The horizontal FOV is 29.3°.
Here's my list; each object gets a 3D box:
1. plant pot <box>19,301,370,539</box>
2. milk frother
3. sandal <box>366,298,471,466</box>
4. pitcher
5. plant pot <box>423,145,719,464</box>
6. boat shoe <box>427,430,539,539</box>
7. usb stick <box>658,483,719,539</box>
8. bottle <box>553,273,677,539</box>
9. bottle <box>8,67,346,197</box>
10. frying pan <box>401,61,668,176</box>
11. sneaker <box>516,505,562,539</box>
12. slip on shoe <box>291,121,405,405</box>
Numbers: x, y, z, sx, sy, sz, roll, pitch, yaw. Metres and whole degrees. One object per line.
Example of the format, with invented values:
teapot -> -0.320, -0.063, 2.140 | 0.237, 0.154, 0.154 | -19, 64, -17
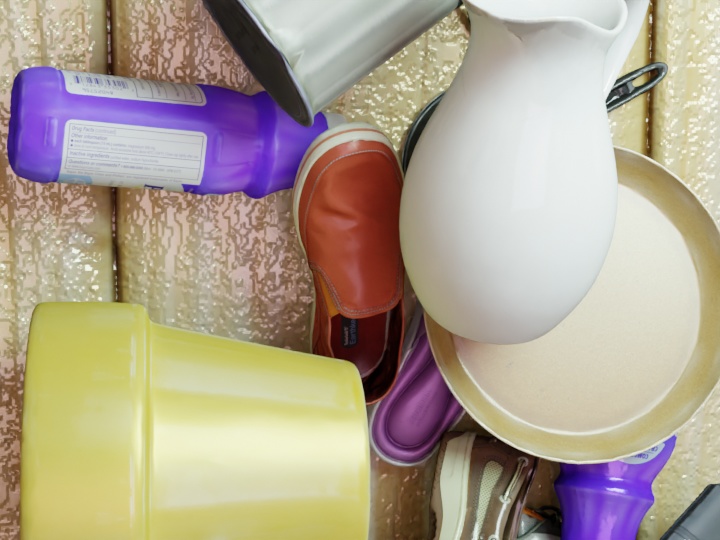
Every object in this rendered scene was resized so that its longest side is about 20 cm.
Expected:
plant pot -> -0.096, 0.117, 0.805 | 0.188, 0.201, 0.201 | -1, 99, -9
milk frother -> 0.029, -0.149, 0.804 | 0.188, 0.180, 0.200 | -37, 99, -6
sandal -> 0.069, 0.045, 0.899 | 0.082, 0.050, 0.203 | 19, 104, -16
pitcher -> 0.103, -0.071, 0.778 | 0.171, 0.121, 0.200 | -26, 133, -44
plant pot -> 0.136, 0.020, 0.862 | 0.199, 0.027, 0.201 | 1, 85, -6
boat shoe -> 0.075, 0.198, 0.860 | 0.075, 0.075, 0.203 | 4, 67, 14
usb stick -> 0.194, 0.217, 0.897 | 0.200, 0.033, 0.056 | -39, 94, -28
bottle -> 0.167, 0.097, 0.906 | 0.083, 0.065, 0.201 | 13, 80, -11
bottle -> -0.108, -0.080, 0.828 | 0.199, 0.084, 0.065 | 4, 101, -20
frying pan -> 0.121, -0.073, 0.915 | 0.189, 0.031, 0.115 | -6, 103, -8
sneaker -> 0.143, 0.200, 0.940 | 0.200, 0.074, 0.080 | 0, 94, -11
slip on shoe -> 0.000, 0.000, 0.843 | 0.074, 0.061, 0.200 | -13, 127, -18
